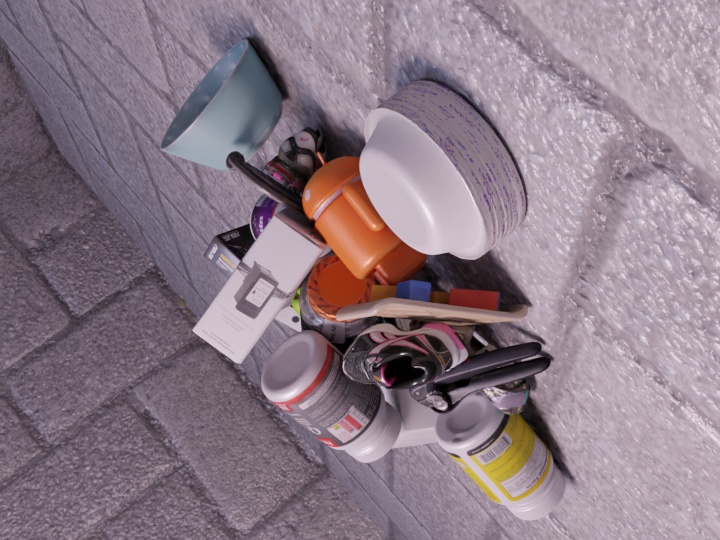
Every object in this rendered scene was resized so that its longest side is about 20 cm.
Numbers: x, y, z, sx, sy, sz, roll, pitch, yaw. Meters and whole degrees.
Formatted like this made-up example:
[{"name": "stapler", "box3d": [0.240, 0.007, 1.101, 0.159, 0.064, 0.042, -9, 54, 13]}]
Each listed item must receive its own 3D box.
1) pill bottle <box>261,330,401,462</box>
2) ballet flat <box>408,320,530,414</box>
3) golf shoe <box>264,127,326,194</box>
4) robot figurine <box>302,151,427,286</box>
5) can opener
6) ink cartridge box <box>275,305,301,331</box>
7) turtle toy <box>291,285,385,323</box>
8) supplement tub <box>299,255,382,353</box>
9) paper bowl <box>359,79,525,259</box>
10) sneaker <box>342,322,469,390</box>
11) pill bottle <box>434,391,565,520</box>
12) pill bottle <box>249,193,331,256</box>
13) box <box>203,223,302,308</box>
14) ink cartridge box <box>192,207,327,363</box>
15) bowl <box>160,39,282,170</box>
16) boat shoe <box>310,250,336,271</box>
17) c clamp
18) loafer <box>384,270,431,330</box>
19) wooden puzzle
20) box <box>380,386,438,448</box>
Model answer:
[{"name": "pill bottle", "box3d": [-0.037, 0.184, 1.494, 0.200, 0.116, 0.116, 44, 171, -31]}, {"name": "ballet flat", "box3d": [0.155, 0.113, 1.443, 0.200, 0.072, 0.072, 39, 160, 19]}, {"name": "golf shoe", "box3d": [-0.074, -0.157, 1.512, 0.073, 0.092, 0.200, 37, -176, 2]}, {"name": "robot figurine", "box3d": [0.001, -0.068, 1.398, 0.200, 0.117, 0.144, 51, -152, 7]}, {"name": "can opener", "box3d": [0.150, 0.132, 1.359, 0.200, 0.079, 0.063, -23, 127, 35]}, {"name": "ink cartridge box", "box3d": [-0.131, 0.023, 1.866, 0.200, 0.043, 0.198, 31, -153, -14]}, {"name": "turtle toy", "box3d": [-0.024, 0.078, 1.738, 0.200, 0.101, 0.146, 13, -175, -29]}, {"name": "supplement tub", "box3d": [-0.028, 0.061, 1.536, 0.123, 0.123, 0.200, 48, 164, 17]}, {"name": "paper bowl", "box3d": [0.077, -0.099, 1.147, 0.201, 0.104, 0.201, 48, 163, 20]}, {"name": "sneaker", "box3d": [0.038, 0.117, 1.353, 0.200, 0.086, 0.080, -20, 103, 48]}, {"name": "pill bottle", "box3d": [0.205, 0.266, 1.510, 0.200, 0.114, 0.114, 49, 168, -28]}, {"name": "pill bottle", "box3d": [-0.112, -0.078, 1.702, 0.112, 0.112, 0.200, 57, 164, -15]}, {"name": "box", "box3d": [-0.149, -0.014, 1.801, 0.158, 0.200, 0.048, 42, 120, 14]}, {"name": "ink cartridge box", "box3d": [-0.132, 0.014, 1.459, 0.083, 0.200, 0.145, 36, -171, -2]}, {"name": "bowl", "box3d": [-0.188, -0.224, 1.519, 0.105, 0.201, 0.201, 38, 170, -22]}, {"name": "boat shoe", "box3d": [0.000, 0.000, 1.634, 0.200, 0.066, 0.074, 23, 154, 40]}, {"name": "c clamp", "box3d": [-0.122, -0.115, 1.474, 0.171, 0.027, 0.200, 43, -172, 33]}, {"name": "loafer", "box3d": [0.071, 0.066, 1.550, 0.070, 0.070, 0.200, 4, 141, 9]}, {"name": "wooden puzzle", "box3d": [0.086, 0.042, 1.326, 0.185, 0.200, 0.046, 164, 108, -73]}, {"name": "box", "box3d": [0.104, 0.212, 1.644, 0.200, 0.124, 0.098, 113, 149, -71]}]
